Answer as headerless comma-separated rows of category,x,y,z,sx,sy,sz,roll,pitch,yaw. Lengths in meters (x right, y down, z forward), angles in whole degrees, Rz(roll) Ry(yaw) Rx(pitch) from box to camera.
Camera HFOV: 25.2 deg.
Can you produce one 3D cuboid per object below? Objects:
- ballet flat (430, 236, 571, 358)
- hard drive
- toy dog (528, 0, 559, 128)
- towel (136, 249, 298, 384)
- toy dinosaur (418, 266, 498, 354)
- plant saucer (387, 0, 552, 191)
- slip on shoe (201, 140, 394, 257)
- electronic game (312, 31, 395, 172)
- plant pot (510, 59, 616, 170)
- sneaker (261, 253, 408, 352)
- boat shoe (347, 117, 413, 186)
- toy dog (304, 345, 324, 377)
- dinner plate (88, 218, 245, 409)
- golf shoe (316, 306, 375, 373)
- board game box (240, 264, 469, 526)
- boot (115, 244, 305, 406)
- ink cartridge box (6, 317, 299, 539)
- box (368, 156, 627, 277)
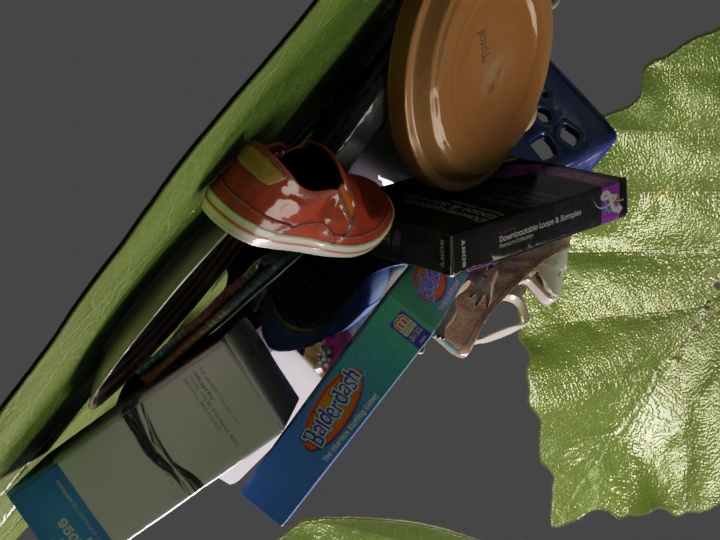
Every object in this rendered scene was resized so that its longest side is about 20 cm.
ballet flat,0.140,0.014,1.460,0.199,0.067,0.068,-37,170,-24
hard drive,-0.099,0.121,1.424,0.132,0.027,0.200,-44,161,-4
toy dog,0.095,-0.189,1.312,0.132,0.095,0.202,11,91,-70
towel,-0.088,0.011,1.237,0.146,0.022,0.200,-42,-179,20
toy dinosaur,0.087,-0.005,1.339,0.200,0.058,0.101,-50,-173,24
plant saucer,0.089,-0.156,1.188,0.200,0.032,0.202,-29,126,-48
slip on shoe,-0.029,-0.052,1.068,0.061,0.074,0.199,-57,156,16
electronic game,-0.009,-0.117,1.220,0.201,0.041,0.200,-53,-173,9
plant pot,0.078,-0.102,1.466,0.180,0.200,0.200,-38,171,-46
sneaker,0.000,0.000,1.303,0.199,0.066,0.079,-34,166,-26
boat shoe,0.019,-0.091,1.343,0.200,0.071,0.066,122,-26,-52
toy dog,-0.036,0.000,1.601,0.193,0.139,0.201,-37,-154,30
dinner plate,-0.134,0.017,1.153,0.201,0.024,0.200,-51,178,-2
golf shoe,0.013,0.047,1.402,0.200,0.091,0.076,-80,-169,-70
board game box,-0.001,0.081,1.220,0.201,0.045,0.152,-53,179,22
boot,-0.118,0.055,1.411,0.210,0.079,0.158,-32,157,-34
ink cartridge box,-0.152,0.131,1.226,0.199,0.085,0.145,-35,-177,5
box,0.087,-0.046,1.231,0.199,0.142,0.036,-20,114,-40
